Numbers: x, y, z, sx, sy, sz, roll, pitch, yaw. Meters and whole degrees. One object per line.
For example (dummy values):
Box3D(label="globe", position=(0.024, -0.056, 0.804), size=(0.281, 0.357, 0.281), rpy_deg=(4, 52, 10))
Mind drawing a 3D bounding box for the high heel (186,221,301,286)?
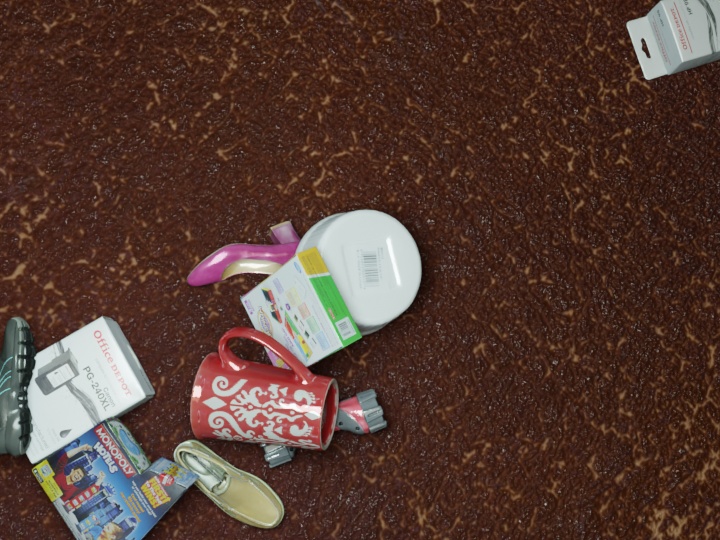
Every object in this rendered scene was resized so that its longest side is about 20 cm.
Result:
Box3D(label="high heel", position=(-0.174, 0.002, 1.488), size=(0.198, 0.067, 0.097), rpy_deg=(-25, 75, -21))

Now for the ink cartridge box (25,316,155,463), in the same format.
Box3D(label="ink cartridge box", position=(-0.441, 0.182, 1.431), size=(0.199, 0.083, 0.146), rpy_deg=(-31, 85, -7))

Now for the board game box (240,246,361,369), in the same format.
Box3D(label="board game box", position=(-0.096, 0.071, 1.421), size=(0.040, 0.200, 0.154), rpy_deg=(-23, 84, -38))

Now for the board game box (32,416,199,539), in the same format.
Box3D(label="board game box", position=(-0.355, 0.325, 1.395), size=(0.199, 0.062, 0.201), rpy_deg=(-33, 91, 10))

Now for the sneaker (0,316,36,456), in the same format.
Box3D(label="sneaker", position=(-0.522, 0.168, 1.349), size=(0.078, 0.075, 0.203), rpy_deg=(1, 82, 0))

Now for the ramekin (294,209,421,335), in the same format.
Box3D(label="ramekin", position=(0.000, 0.000, 1.462), size=(0.198, 0.098, 0.203), rpy_deg=(3, 81, -19))

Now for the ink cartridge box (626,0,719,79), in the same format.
Box3D(label="ink cartridge box", position=(0.578, -0.417, 1.605), size=(0.198, 0.067, 0.117), rpy_deg=(-18, 85, -7))

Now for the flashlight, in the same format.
Box3D(label="flashlight", position=(-0.059, 0.254, 1.467), size=(0.198, 0.068, 0.068), rpy_deg=(-23, 126, -5))

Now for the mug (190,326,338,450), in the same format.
Box3D(label="mug", position=(-0.143, 0.190, 1.387), size=(0.198, 0.179, 0.134), rpy_deg=(8, 50, 12))

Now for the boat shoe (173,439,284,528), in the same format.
Box3D(label="boat shoe", position=(-0.207, 0.337, 1.434), size=(0.199, 0.076, 0.072), rpy_deg=(32, 81, 0))
